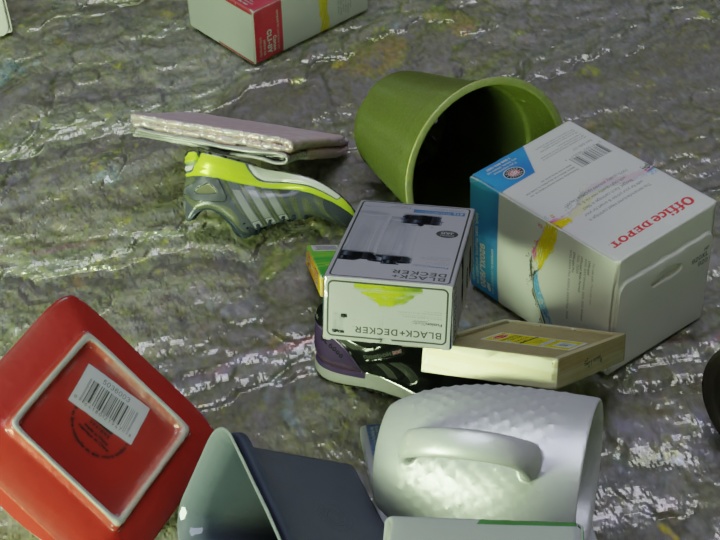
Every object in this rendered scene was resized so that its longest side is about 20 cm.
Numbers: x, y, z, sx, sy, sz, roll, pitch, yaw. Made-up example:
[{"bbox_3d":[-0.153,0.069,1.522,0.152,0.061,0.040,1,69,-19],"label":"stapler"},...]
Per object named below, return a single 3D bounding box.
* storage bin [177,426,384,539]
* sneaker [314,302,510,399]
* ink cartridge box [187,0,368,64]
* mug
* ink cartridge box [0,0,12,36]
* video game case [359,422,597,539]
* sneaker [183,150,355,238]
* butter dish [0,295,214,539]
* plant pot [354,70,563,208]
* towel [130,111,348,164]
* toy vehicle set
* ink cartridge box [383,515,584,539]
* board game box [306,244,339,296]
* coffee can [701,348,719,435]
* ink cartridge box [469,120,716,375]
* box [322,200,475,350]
[{"bbox_3d":[-0.052,0.242,1.317,0.134,0.146,0.200,9,30,-30],"label":"storage bin"},{"bbox_3d":[0.048,0.074,1.538,0.199,0.088,0.076,8,40,13],"label":"sneaker"},{"bbox_3d":[-0.107,-0.366,2.099,0.200,0.084,0.145,-31,47,-30],"label":"ink cartridge box"},{"bbox_3d":[0.099,0.160,1.313,0.174,0.200,0.149,7,76,15],"label":"mug"},{"bbox_3d":[-0.567,-0.377,2.145,0.144,0.085,0.200,-19,41,-18],"label":"ink cartridge box"},{"bbox_3d":[0.103,0.200,1.430,0.181,0.022,0.200,-7,39,-5],"label":"video game case"},{"bbox_3d":[-0.102,-0.070,1.749,0.199,0.081,0.074,14,-1,-2],"label":"sneaker"},{"bbox_3d":[-0.261,0.163,1.417,0.200,0.148,0.200,44,45,-9],"label":"butter dish"},{"bbox_3d":[0.088,-0.134,1.741,0.199,0.201,0.190,-22,29,-22],"label":"plant pot"},{"bbox_3d":[-0.134,-0.150,1.811,0.199,0.032,0.191,11,9,17],"label":"towel"},{"bbox_3d":[0.151,0.073,1.447,0.124,0.027,0.200,6,7,26],"label":"toy vehicle set"},{"bbox_3d":[0.090,0.279,1.193,0.146,0.201,0.083,0,42,5],"label":"ink cartridge box"},{"bbox_3d":[0.000,0.000,1.606,0.095,0.030,0.200,0,7,-6],"label":"board game box"},{"bbox_3d":[0.426,0.078,1.461,0.146,0.147,0.200,27,47,32],"label":"coffee can"},{"bbox_3d":[0.228,-0.025,1.602,0.147,0.145,0.200,-28,45,-29],"label":"ink cartridge box"},{"bbox_3d":[0.039,0.000,1.446,0.116,0.060,0.200,5,23,9],"label":"box"}]
